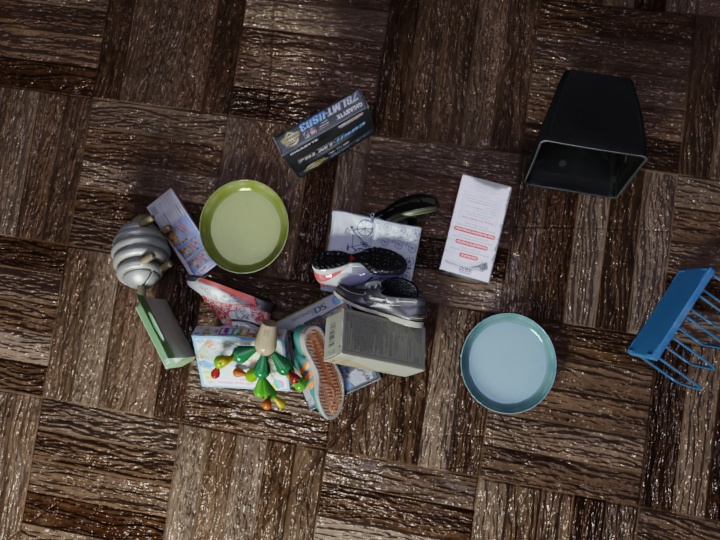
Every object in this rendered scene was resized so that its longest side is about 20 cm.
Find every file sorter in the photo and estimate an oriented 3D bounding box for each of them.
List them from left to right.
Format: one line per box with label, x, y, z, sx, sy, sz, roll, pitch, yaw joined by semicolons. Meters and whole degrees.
file sorter;0.645;0.114;1.336;0.121;0.139;0.202;34;90;4

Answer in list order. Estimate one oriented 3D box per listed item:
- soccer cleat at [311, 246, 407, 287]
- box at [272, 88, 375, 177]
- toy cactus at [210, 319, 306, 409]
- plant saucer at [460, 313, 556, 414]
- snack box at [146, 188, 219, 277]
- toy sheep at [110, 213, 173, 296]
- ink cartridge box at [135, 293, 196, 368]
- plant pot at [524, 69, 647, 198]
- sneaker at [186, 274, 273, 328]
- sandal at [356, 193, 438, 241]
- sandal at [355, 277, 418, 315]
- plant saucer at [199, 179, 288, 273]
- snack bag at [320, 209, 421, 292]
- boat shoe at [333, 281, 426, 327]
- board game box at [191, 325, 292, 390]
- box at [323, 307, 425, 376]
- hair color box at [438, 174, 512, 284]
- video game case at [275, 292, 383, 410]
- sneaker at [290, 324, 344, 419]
soccer cleat;0.000;0.000;1.405;0.194;0.074;0.069;-1;47;9
box;-0.068;-0.276;1.403;0.197;0.198;0.050;-30;85;2
toy cactus;-0.200;0.181;1.358;0.195;0.102;0.169;17;111;13
plant saucer;0.305;0.191;1.419;0.194;0.027;0.206;0;87;6
snack box;-0.388;-0.077;1.508;0.071;0.024;0.202;-35;83;1
toy sheep;-0.464;-0.031;1.456;0.134;0.139;0.204;-11;58;5
ink cartridge box;-0.413;0.127;1.408;0.047;0.200;0.148;-29;84;0
plant pot;0.449;-0.277;1.365;0.194;0.200;0.182;10;74;7
sneaker;-0.292;0.088;1.458;0.197;0.067;0.110;20;87;-3
sandal;0.076;-0.104;1.446;0.197;0.080;0.058;-24;116;18
sandal;0.041;0.074;1.428;0.199;0.045;0.076;-36;85;31
plant saucer;-0.250;-0.094;1.487;0.194;0.031;0.206;0;84;2
snack bag;0.018;-0.023;1.429;0.195;0.021;0.193;14;112;7
boat shoe;0.041;0.054;1.361;0.196;0.072;0.064;19;100;18
board game box;-0.245;0.184;1.433;0.194;0.034;0.137;2;121;7
box;0.031;0.146;1.367;0.196;0.077;0.097;16;64;-27
hair color box;0.237;-0.084;1.427;0.108;0.064;0.205;15;86;5
video game case;-0.068;0.166;1.439;0.178;0.025;0.204;-25;85;16
sneaker;-0.091;0.205;1.406;0.070;0.079;0.205;-23;104;-34
